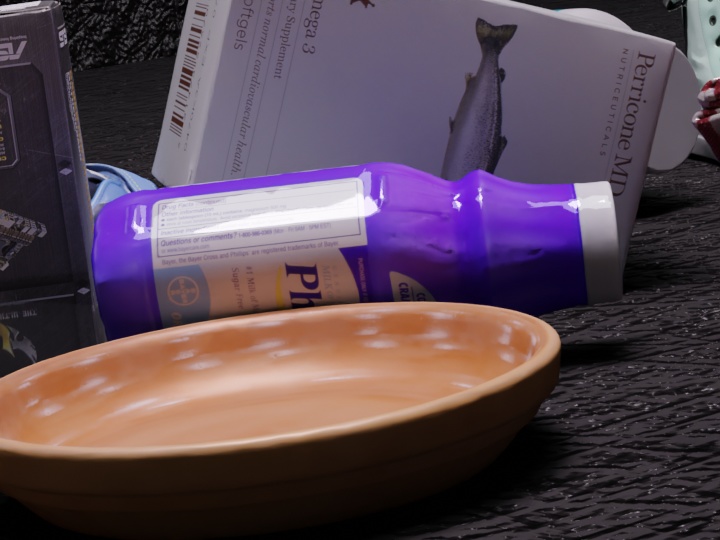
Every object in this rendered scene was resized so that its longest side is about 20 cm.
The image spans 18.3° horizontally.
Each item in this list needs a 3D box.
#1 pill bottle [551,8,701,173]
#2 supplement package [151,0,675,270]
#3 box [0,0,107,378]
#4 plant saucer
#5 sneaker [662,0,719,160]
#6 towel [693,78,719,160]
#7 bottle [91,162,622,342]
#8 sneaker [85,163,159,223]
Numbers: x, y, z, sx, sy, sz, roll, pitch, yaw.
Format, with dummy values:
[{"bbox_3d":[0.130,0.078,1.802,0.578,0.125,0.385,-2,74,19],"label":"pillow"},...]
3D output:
[{"bbox_3d":[0.090,-0.089,1.245,0.200,0.111,0.111,3,14,45],"label":"pill bottle"},{"bbox_3d":[0.020,-0.072,1.001,0.200,0.117,0.117,11,6,-14],"label":"supplement package"},{"bbox_3d":[-0.212,-0.021,0.921,0.200,0.159,0.048,-8,12,-3],"label":"box"},{"bbox_3d":[-0.032,0.049,0.738,0.200,0.038,0.200,-7,10,1],"label":"plant saucer"},{"bbox_3d":[0.237,-0.123,1.312,0.074,0.118,0.200,-8,11,-16],"label":"sneaker"},{"bbox_3d":[0.241,-0.042,0.836,0.200,0.023,0.144,-5,-28,27],"label":"towel"},{"bbox_3d":[0.000,0.000,0.865,0.200,0.084,0.065,-6,44,3],"label":"bottle"},{"bbox_3d":[-0.105,-0.014,1.032,0.200,0.082,0.074,-13,10,-42],"label":"sneaker"}]
